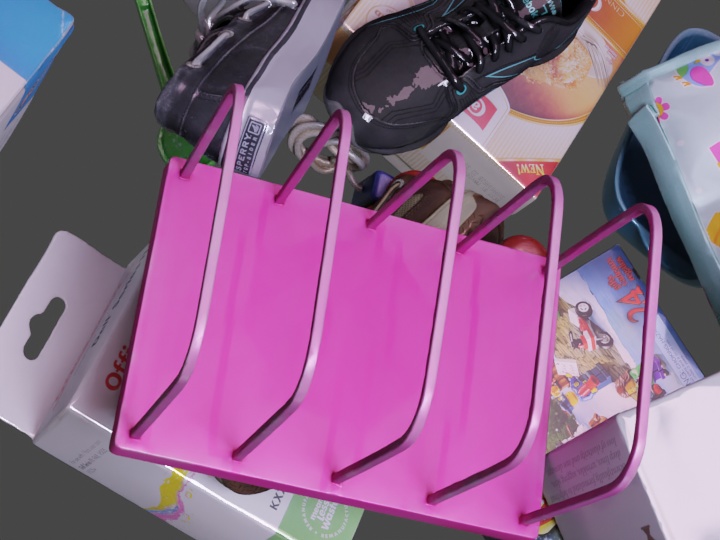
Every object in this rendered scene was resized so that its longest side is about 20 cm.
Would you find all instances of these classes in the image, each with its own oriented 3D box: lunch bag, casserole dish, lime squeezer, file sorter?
[{"bbox_3d":[0.264,-0.060,0.947,0.199,0.122,0.171,-14,77,-24],"label":"lunch bag"},{"bbox_3d":[0.224,-0.071,1.029,0.121,0.039,0.200,36,58,-12],"label":"casserole dish"},{"bbox_3d":[-0.092,-0.069,0.844,0.038,0.071,0.200,-26,50,-5],"label":"lime squeezer"},{"bbox_3d":[0.013,0.019,0.661,0.199,0.125,0.140,15,67,-15],"label":"file sorter"}]

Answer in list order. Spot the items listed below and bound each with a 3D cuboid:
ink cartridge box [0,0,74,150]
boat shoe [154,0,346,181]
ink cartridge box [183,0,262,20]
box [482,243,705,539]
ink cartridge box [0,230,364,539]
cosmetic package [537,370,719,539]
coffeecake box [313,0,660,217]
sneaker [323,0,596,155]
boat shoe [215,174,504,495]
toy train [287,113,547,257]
[{"bbox_3d":[-0.256,-0.057,0.696,0.144,0.147,0.200,37,57,-11],"label":"ink cartridge box"},{"bbox_3d":[-0.057,-0.107,0.792,0.068,0.074,0.200,23,32,0],"label":"boat shoe"},{"bbox_3d":[-0.076,-0.249,0.909,0.145,0.083,0.200,-40,91,-34],"label":"ink cartridge box"},{"bbox_3d":[0.126,0.106,0.770,0.136,0.038,0.200,-30,83,-22],"label":"box"},{"bbox_3d":[-0.085,0.062,0.790,0.200,0.067,0.117,32,59,-14],"label":"ink cartridge box"},{"bbox_3d":[0.192,0.075,0.724,0.199,0.102,0.074,-18,78,-22],"label":"cosmetic package"},{"bbox_3d":[0.077,-0.147,0.959,0.153,0.073,0.200,41,57,-10],"label":"coffeecake box"},{"bbox_3d":[0.061,-0.133,0.854,0.200,0.079,0.076,-36,90,-32],"label":"sneaker"},{"bbox_3d":[-0.016,0.026,0.772,0.075,0.075,0.202,32,58,28],"label":"boat shoe"},{"bbox_3d":[0.000,0.000,0.864,0.199,0.085,0.116,30,76,-9],"label":"toy train"}]
